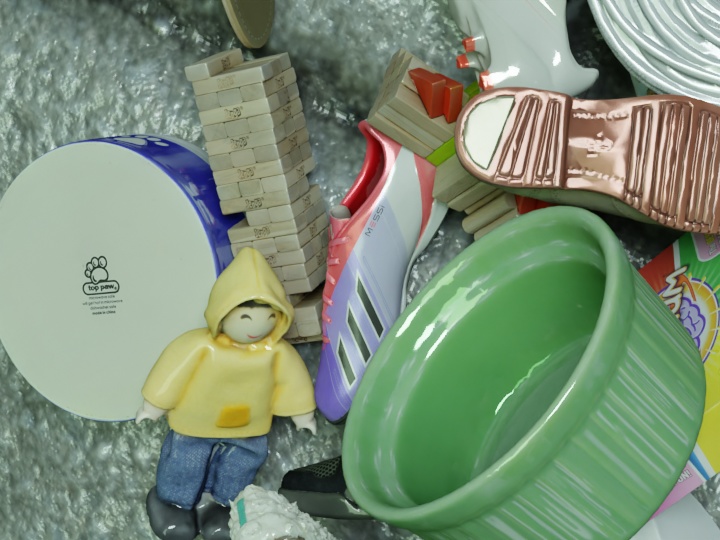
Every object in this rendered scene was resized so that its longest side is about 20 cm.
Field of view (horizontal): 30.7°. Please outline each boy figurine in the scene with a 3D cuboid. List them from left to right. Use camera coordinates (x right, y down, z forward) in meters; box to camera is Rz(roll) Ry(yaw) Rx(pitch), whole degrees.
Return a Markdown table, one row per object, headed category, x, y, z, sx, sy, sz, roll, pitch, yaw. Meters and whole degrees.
| category | x | y | z | sx | sy | sz | roll | pitch | yaw |
| --- | --- | --- | --- | --- | --- | --- | --- | --- | --- |
| boy figurine | -0.082 | 0.083 | 0.865 | 0.123 | 0.065 | 0.202 | 11 | 114 | -18 |

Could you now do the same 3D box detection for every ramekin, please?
| category | x | y | z | sx | sy | sz | roll | pitch | yaw |
| --- | --- | --- | --- | --- | --- | --- | --- | --- | --- |
| ramekin | 0.092 | 0.073 | 0.720 | 0.098 | 0.201 | 0.200 | 40 | 115 | -23 |

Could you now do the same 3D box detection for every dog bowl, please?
| category | x | y | z | sx | sy | sz | roll | pitch | yaw |
| --- | --- | --- | --- | --- | --- | --- | --- | --- | --- |
| dog bowl | -0.168 | 0.004 | 0.942 | 0.198 | 0.079 | 0.202 | 3 | 98 | 23 |

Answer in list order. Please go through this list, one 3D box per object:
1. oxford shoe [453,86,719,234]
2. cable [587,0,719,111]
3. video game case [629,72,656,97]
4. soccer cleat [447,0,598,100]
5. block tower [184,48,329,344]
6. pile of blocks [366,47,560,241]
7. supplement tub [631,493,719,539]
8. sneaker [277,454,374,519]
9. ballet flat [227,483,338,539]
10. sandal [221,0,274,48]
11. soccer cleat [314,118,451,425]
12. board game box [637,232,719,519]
| category | x | y | z | sx | sy | sz | roll | pitch | yaw |
| --- | --- | --- | --- | --- | --- | --- | --- | --- | --- |
| oxford shoe | 0.150 | -0.063 | 0.743 | 0.198 | 0.074 | 0.072 | 14 | 88 | 2 |
| cable | 0.221 | -0.182 | 0.715 | 0.198 | 0.069 | 0.202 | 2 | 105 | 17 |
| video game case | 0.215 | -0.174 | 0.765 | 0.142 | 0.018 | 0.202 | -16 | 100 | 20 |
| soccer cleat | 0.080 | -0.186 | 0.790 | 0.077 | 0.069 | 0.202 | -15 | 79 | -10 |
| block tower | -0.059 | -0.048 | 0.882 | 0.057 | 0.054 | 0.202 | -8 | 105 | 23 |
| pile of blocks | 0.091 | -0.062 | 0.813 | 0.201 | 0.082 | 0.062 | 52 | 143 | -5 |
| supplement tub | 0.131 | 0.226 | 0.806 | 0.199 | 0.145 | 0.146 | -36 | 83 | 23 |
| sneaker | 0.031 | 0.107 | 0.875 | 0.198 | 0.076 | 0.115 | -14 | 81 | 30 |
| ballet flat | -0.026 | 0.197 | 0.876 | 0.071 | 0.200 | 0.072 | -15 | 51 | 20 |
| sandal | -0.116 | -0.251 | 0.871 | 0.069 | 0.078 | 0.214 | -2 | 116 | 24 |
| soccer cleat | 0.000 | 0.000 | 0.852 | 0.068 | 0.073 | 0.202 | 29 | 99 | 63 |
| board game box | 0.198 | 0.041 | 0.751 | 0.040 | 0.154 | 0.200 | 39 | 113 | -22 |
